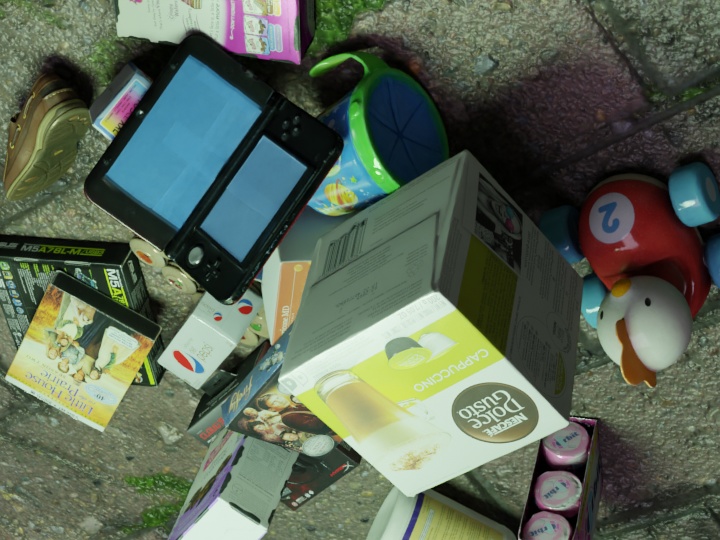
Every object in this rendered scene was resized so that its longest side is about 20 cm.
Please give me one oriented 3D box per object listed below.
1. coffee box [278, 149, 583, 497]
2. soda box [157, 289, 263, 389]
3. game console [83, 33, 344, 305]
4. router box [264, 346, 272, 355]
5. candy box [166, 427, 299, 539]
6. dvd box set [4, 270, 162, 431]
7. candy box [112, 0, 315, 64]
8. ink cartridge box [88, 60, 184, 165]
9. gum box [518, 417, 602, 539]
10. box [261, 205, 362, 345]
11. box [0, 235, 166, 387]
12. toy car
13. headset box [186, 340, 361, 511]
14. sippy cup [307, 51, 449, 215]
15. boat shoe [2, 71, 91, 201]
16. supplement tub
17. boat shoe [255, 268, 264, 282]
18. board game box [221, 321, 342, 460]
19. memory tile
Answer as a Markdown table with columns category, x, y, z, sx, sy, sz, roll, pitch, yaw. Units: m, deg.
| category | x | y | z | sx | sy | sz | roll | pitch | yaw |
| --- | --- | --- | --- | --- | --- | --- | --- | --- | --- |
| coffee box | 0.073 | 0.054 | 1.424 | 0.199 | 0.201 | 0.198 | -29 | 120 | 32 |
| soda box | -0.177 | 0.072 | 1.752 | 0.063 | 0.068 | 0.200 | 34 | 154 | -5 |
| game console | -0.144 | -0.099 | 1.466 | 0.118 | 0.201 | 0.172 | 34 | -177 | -44 |
| router box | -0.013 | 0.149 | 1.761 | 0.199 | 0.051 | 0.149 | 37 | 176 | -13 |
| candy box | -0.142 | 0.246 | 1.743 | 0.071 | 0.201 | 0.168 | 33 | 132 | -10 |
| dvd box set | -0.344 | 0.103 | 1.853 | 0.145 | 0.030 | 0.200 | 30 | 132 | -7 |
| candy box | -0.146 | -0.288 | 1.480 | 0.198 | 0.061 | 0.137 | 10 | 133 | 11 |
| ink cartridge box | -0.186 | -0.123 | 1.581 | 0.200 | 0.136 | 0.076 | 43 | 91 | -17 |
| gum box | 0.232 | 0.282 | 1.740 | 0.065 | 0.201 | 0.114 | 3 | 132 | 17 |
| box | 0.000 | 0.000 | 1.602 | 0.197 | 0.098 | 0.125 | -2 | 134 | -11 |
| box | -0.351 | 0.052 | 1.864 | 0.191 | 0.048 | 0.202 | 2 | 129 | 16 |
| toy car | 0.277 | 0.022 | 1.497 | 0.183 | 0.201 | 0.177 | -18 | 122 | 31 |
| headset box | -0.108 | 0.190 | 1.872 | 0.199 | 0.075 | 0.148 | 39 | 131 | -15 |
| sippy cup | 0.000 | -0.119 | 1.524 | 0.130 | 0.180 | 0.139 | -21 | 143 | 38 |
| boat shoe | -0.359 | -0.149 | 1.685 | 0.068 | 0.072 | 0.200 | 58 | 142 | 12 |
| supplement tub | 0.110 | 0.368 | 1.899 | 0.198 | 0.146 | 0.146 | 27 | 134 | -3 |
| boat shoe | -0.098 | -0.029 | 1.675 | 0.198 | 0.073 | 0.072 | 14 | 136 | -28 |
| board game box | -0.040 | 0.115 | 1.609 | 0.135 | 0.035 | 0.200 | 22 | 125 | -30 |
| memory tile | -0.174 | 0.015 | 1.749 | 0.200 | 0.017 | 0.153 | 41 | 153 | -15 |
